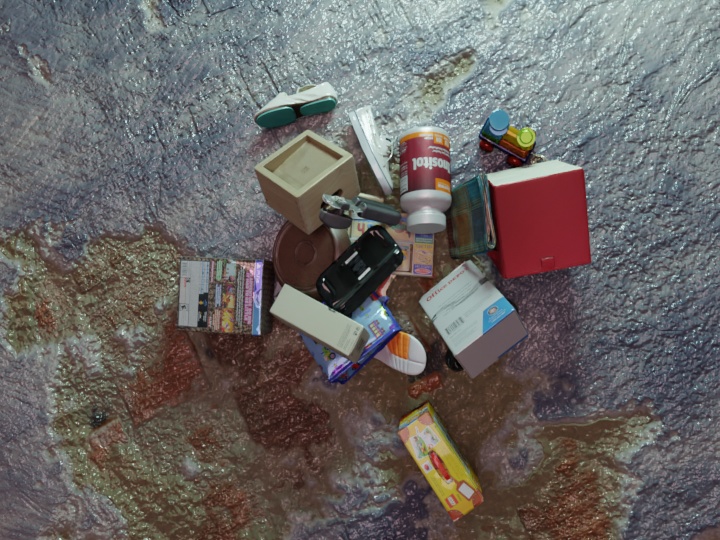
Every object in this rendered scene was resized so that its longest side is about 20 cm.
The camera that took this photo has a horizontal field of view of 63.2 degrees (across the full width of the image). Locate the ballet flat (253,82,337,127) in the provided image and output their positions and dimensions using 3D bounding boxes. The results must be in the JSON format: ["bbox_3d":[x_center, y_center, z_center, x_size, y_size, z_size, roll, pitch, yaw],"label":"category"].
[{"bbox_3d":[-0.148,-0.378,1.323,0.194,0.069,0.072,-14,87,3],"label":"ballet flat"}]

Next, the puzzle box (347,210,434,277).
[{"bbox_3d":[0.064,-0.059,1.282,0.193,0.025,0.138,3,83,0],"label":"puzzle box"}]

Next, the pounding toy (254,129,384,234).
[{"bbox_3d":[-0.083,-0.181,1.246,0.199,0.144,0.183,-39,52,-22],"label":"pounding toy"}]

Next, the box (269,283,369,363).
[{"bbox_3d":[-0.082,0.108,1.192,0.196,0.082,0.070,27,78,18],"label":"box"}]

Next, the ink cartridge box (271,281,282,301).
[{"bbox_3d":[-0.122,-0.010,1.308,0.097,0.039,0.206,19,90,24],"label":"ink cartridge box"}]

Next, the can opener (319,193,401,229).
[{"bbox_3d":[-0.003,-0.114,1.203,0.053,0.196,0.068,45,116,42],"label":"can opener"}]

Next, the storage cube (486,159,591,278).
[{"bbox_3d":[0.344,-0.107,1.171,0.193,0.171,0.186,-9,105,6],"label":"storage cube"}]

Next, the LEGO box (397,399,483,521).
[{"bbox_3d":[0.165,0.387,1.217,0.076,0.149,0.203,-34,85,5],"label":"LEGO box"}]

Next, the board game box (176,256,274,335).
[{"bbox_3d":[-0.299,0.055,1.310,0.193,0.097,0.165,3,89,7],"label":"board game box"}]

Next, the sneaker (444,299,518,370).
[{"bbox_3d":[0.264,0.144,1.245,0.075,0.079,0.200,44,93,6],"label":"sneaker"}]

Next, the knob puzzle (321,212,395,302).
[{"bbox_3d":[-0.022,0.003,1.309,0.212,0.030,0.228,0,89,7],"label":"knob puzzle"}]

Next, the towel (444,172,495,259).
[{"bbox_3d":[0.217,-0.104,1.199,0.021,0.200,0.152,-6,87,-14],"label":"towel"}]

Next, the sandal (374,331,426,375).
[{"bbox_3d":[0.061,0.162,1.285,0.202,0.059,0.082,19,95,29],"label":"sandal"}]

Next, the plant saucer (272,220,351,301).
[{"bbox_3d":[-0.114,-0.036,1.269,0.194,0.034,0.208,-3,82,22],"label":"plant saucer"}]

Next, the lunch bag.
[{"bbox_3d":[-0.019,0.119,1.255,0.199,0.094,0.152,-41,69,7],"label":"lunch bag"}]

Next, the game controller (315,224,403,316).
[{"bbox_3d":[0.000,0.000,1.229,0.200,0.042,0.105,-43,92,-11],"label":"game controller"}]

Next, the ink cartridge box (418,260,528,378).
[{"bbox_3d":[0.224,0.094,1.189,0.144,0.201,0.084,-38,123,6],"label":"ink cartridge box"}]

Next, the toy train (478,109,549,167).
[{"bbox_3d":[0.346,-0.265,1.223,0.197,0.116,0.086,31,93,7],"label":"toy train"}]

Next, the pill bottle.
[{"bbox_3d":[0.137,-0.188,1.237,0.109,0.113,0.207,-2,79,7],"label":"pill bottle"}]

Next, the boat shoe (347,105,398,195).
[{"bbox_3d":[0.047,-0.272,1.290,0.084,0.075,0.207,-24,77,4],"label":"boat shoe"}]
